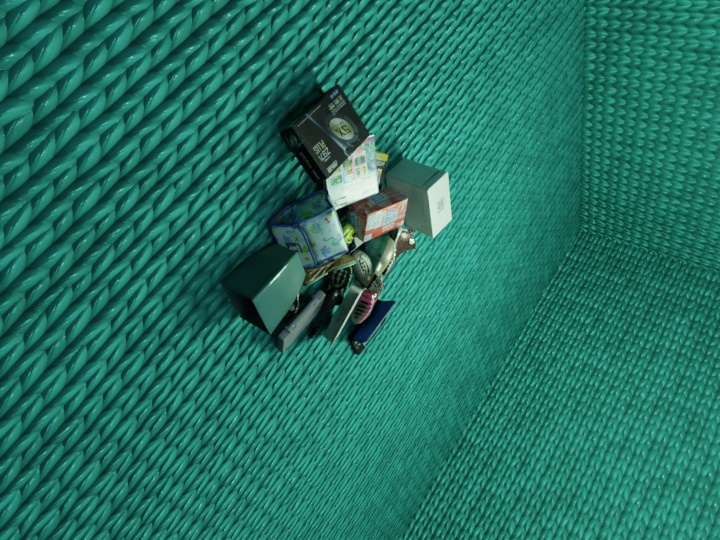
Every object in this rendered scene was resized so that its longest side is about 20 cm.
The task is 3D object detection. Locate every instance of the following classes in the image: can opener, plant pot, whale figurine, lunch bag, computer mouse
[{"bbox_3d":[-0.201,0.050,1.622,0.061,0.078,0.208,18,91,-15],"label":"can opener"},{"bbox_3d":[-0.253,0.035,1.467,0.201,0.138,0.144,-49,142,-28],"label":"plant pot"},{"bbox_3d":[0.041,-0.036,1.866,0.204,0.101,0.160,-59,-172,22],"label":"whale figurine"},{"bbox_3d":[-0.151,-0.107,1.527,0.193,0.130,0.173,-20,133,1],"label":"lunch bag"},{"bbox_3d":[-0.118,0.148,1.749,0.204,0.033,0.058,-63,168,26],"label":"computer mouse"}]

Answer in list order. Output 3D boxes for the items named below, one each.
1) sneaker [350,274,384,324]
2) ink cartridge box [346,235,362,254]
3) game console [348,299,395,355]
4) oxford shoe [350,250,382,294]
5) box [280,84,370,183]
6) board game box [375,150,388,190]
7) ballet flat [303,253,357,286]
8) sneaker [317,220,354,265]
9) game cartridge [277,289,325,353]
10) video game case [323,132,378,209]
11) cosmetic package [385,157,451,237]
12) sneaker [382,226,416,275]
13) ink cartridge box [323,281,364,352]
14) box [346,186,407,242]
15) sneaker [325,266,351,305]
[{"bbox_3d":[0.033,0.110,1.955,0.205,0.077,0.095,-61,156,-7],"label":"sneaker"},{"bbox_3d":[-0.013,-0.093,1.732,0.038,0.094,0.200,52,42,-5],"label":"ink cartridge box"},{"bbox_3d":[0.057,0.220,1.999,0.201,0.116,0.174,-49,141,-23],"label":"game console"},{"bbox_3d":[0.000,0.000,1.741,0.073,0.083,0.202,-47,141,-17],"label":"oxford shoe"},{"bbox_3d":[-0.094,-0.372,1.448,0.201,0.085,0.166,-47,114,-25],"label":"box"},{"bbox_3d":[-0.003,-0.304,1.687,0.196,0.055,0.172,-3,109,-52],"label":"board game box"},{"bbox_3d":[-0.102,-0.022,1.604,0.194,0.068,0.075,-24,98,-16],"label":"ballet flat"},{"bbox_3d":[-0.098,-0.071,1.671,0.201,0.084,0.074,-48,138,4],"label":"sneaker"},{"bbox_3d":[-0.188,0.158,1.660,0.201,0.038,0.131,-49,166,-26],"label":"game cartridge"},{"bbox_3d":[-0.030,-0.295,1.589,0.196,0.023,0.189,-25,122,-31],"label":"video game case"},{"bbox_3d":[0.204,-0.257,1.866,0.122,0.197,0.204,-40,137,-27],"label":"cosmetic package"},{"bbox_3d":[0.148,-0.067,1.948,0.111,0.077,0.206,4,123,-25],"label":"sneaker"},{"bbox_3d":[-0.061,0.149,1.758,0.204,0.044,0.176,-61,176,16],"label":"ink cartridge box"},{"bbox_3d":[0.053,-0.183,1.700,0.196,0.095,0.103,-26,139,-38],"label":"box"},{"bbox_3d":[-0.065,0.022,1.752,0.203,0.075,0.090,113,3,-48],"label":"sneaker"}]
